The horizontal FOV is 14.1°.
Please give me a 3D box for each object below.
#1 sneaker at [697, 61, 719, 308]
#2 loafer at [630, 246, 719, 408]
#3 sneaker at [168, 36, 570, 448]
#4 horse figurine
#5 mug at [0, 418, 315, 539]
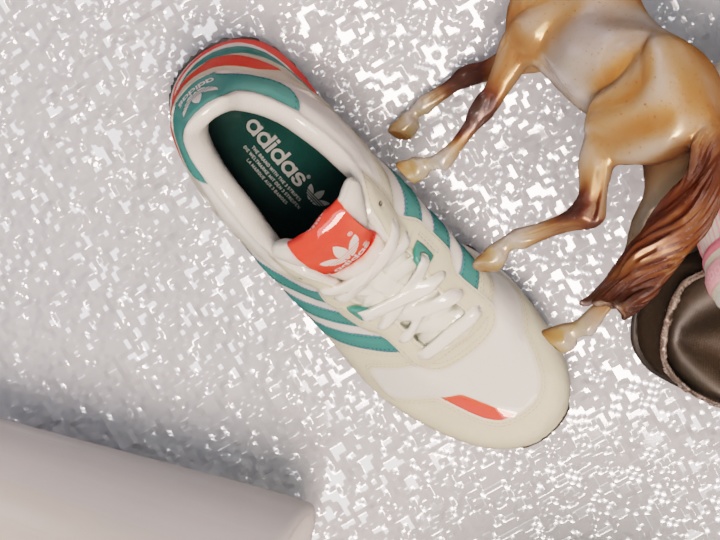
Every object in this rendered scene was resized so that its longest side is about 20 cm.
[{"bbox_3d":[0.209,-0.051,1.077,0.199,0.075,0.105,-8,66,-17],"label":"sneaker"},{"bbox_3d":[0.201,0.034,1.096,0.199,0.071,0.073,10,102,0],"label":"loafer"},{"bbox_3d":[0.000,-0.001,1.086,0.070,0.093,0.200,-42,97,10],"label":"sneaker"},{"bbox_3d":[0.080,-0.059,1.049,0.133,0.200,0.050,-46,135,12],"label":"horse figurine"},{"bbox_3d":[-0.119,0.137,1.084,0.152,0.187,0.150,23,121,6],"label":"mug"}]
